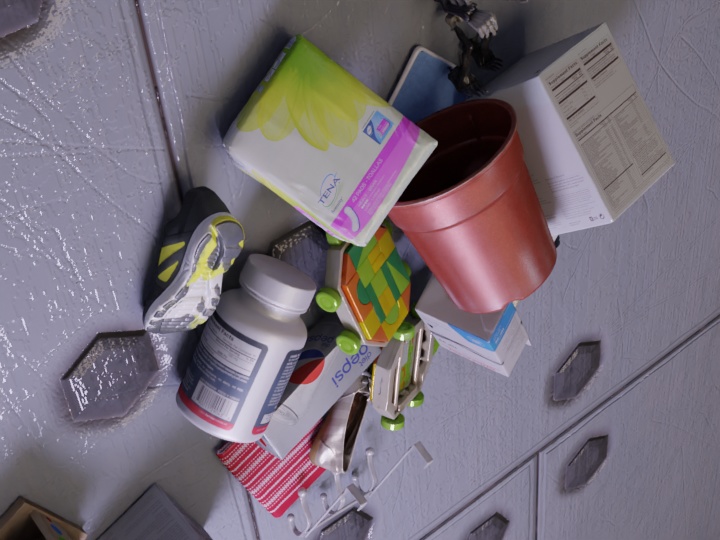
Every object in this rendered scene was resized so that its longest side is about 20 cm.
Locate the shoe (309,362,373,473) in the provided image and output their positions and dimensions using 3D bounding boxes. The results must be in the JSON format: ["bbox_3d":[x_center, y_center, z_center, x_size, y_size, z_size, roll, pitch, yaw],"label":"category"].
[{"bbox_3d":[-0.009,0.183,1.629,0.070,0.053,0.203,19,91,-54],"label":"shoe"}]

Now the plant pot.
[{"bbox_3d":[0.136,-0.068,1.429,0.200,0.200,0.197,-40,120,-15],"label":"plant pot"}]

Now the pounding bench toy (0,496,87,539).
[{"bbox_3d":[-0.385,0.402,1.353,0.200,0.156,0.124,-48,141,-5],"label":"pounding bench toy"}]

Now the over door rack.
[{"bbox_3d":[-0.008,0.299,1.664,0.147,0.067,0.200,-26,171,-38],"label":"over door rack"}]

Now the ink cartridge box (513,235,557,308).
[{"bbox_3d":[0.164,-0.062,1.566,0.199,0.050,0.164,35,83,-22],"label":"ink cartridge box"}]

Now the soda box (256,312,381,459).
[{"bbox_3d":[-0.067,0.143,1.528,0.200,0.063,0.069,-46,128,-19],"label":"soda box"}]

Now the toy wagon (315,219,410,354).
[{"bbox_3d":[0.000,0.000,1.484,0.156,0.039,0.202,-53,131,-39],"label":"toy wagon"}]

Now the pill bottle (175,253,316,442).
[{"bbox_3d":[-0.131,0.090,1.406,0.119,0.119,0.202,11,110,-48],"label":"pill bottle"}]

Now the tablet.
[{"bbox_3d":[0.063,-0.174,1.490,0.129,0.014,0.202,15,106,-49],"label":"tablet"}]

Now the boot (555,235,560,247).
[{"bbox_3d":[0.183,-0.040,1.654,0.169,0.076,0.200,-50,134,-10],"label":"boot"}]

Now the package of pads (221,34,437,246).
[{"bbox_3d":[-0.038,-0.137,1.301,0.199,0.068,0.155,36,91,-12],"label":"package of pads"}]

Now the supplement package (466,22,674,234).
[{"bbox_3d":[0.263,-0.173,1.492,0.150,0.151,0.202,-38,104,-31],"label":"supplement package"}]

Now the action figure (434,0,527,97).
[{"bbox_3d":[0.138,-0.314,1.391,0.119,0.101,0.202,-47,143,-31],"label":"action figure"}]

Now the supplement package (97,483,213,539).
[{"bbox_3d":[-0.230,0.411,1.479,0.152,0.199,0.151,-43,140,-10],"label":"supplement package"}]

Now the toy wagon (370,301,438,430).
[{"bbox_3d":[0.072,0.122,1.653,0.200,0.039,0.158,-40,141,-55],"label":"toy wagon"}]

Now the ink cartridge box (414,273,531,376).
[{"bbox_3d":[0.158,0.079,1.598,0.067,0.115,0.200,-61,155,-11],"label":"ink cartridge box"}]

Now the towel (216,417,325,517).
[{"bbox_3d":[-0.107,0.249,1.624,0.145,0.022,0.201,-44,140,-11],"label":"towel"}]

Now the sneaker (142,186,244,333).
[{"bbox_3d":[-0.190,-0.009,1.314,0.074,0.085,0.201,5,136,-38],"label":"sneaker"}]
